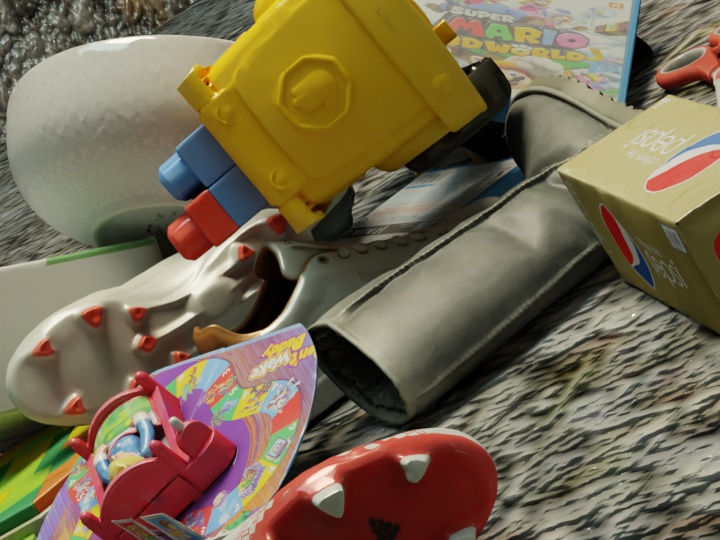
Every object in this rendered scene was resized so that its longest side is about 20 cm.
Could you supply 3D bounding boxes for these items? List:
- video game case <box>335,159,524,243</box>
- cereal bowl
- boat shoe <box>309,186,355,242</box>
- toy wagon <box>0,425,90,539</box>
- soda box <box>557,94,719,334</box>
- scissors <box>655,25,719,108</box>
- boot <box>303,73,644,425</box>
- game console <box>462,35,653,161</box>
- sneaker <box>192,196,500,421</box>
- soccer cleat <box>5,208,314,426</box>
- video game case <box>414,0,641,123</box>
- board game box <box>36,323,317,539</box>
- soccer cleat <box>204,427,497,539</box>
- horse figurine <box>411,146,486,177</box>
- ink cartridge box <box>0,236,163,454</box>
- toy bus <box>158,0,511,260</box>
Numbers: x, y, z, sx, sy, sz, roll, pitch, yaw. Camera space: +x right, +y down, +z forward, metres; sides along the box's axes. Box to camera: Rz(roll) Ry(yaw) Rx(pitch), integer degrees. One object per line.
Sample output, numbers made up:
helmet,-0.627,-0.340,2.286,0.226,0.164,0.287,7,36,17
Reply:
video game case,0.000,0.000,1.407,0.200,0.018,0.143,-37,13,-21
cereal bowl,-0.112,-0.057,1.437,0.200,0.200,0.084,-22,58,40
boat shoe,-0.073,0.008,1.534,0.073,0.062,0.200,23,55,35
toy wagon,-0.177,0.133,1.312,0.155,0.040,0.200,-30,12,14
soda box,0.149,-0.025,1.052,0.068,0.064,0.200,-33,13,-3
scissors,0.210,-0.116,1.371,0.073,0.014,0.200,-30,11,3
boot,0.058,-0.010,1.216,0.200,0.073,0.182,-41,20,-10
game console,0.055,-0.163,1.566,0.117,0.176,0.200,-56,36,9
sneaker,0.001,0.003,1.272,0.200,0.085,0.073,-36,11,-24
soccer cleat,-0.111,0.029,1.354,0.200,0.069,0.078,-31,6,-24
video game case,0.095,-0.137,1.485,0.142,0.018,0.200,10,28,5
board game box,-0.105,0.089,1.171,0.200,0.039,0.158,-18,40,46
soccer cleat,-0.037,0.121,0.944,0.200,0.069,0.085,-37,16,1
horse figurine,-0.012,-0.100,1.572,0.133,0.199,0.050,44,117,57
ink cartridge box,-0.213,0.057,1.443,0.145,0.088,0.200,-13,-7,-36
toy bus,-0.029,-0.085,1.302,0.192,0.136,0.200,-41,3,6
